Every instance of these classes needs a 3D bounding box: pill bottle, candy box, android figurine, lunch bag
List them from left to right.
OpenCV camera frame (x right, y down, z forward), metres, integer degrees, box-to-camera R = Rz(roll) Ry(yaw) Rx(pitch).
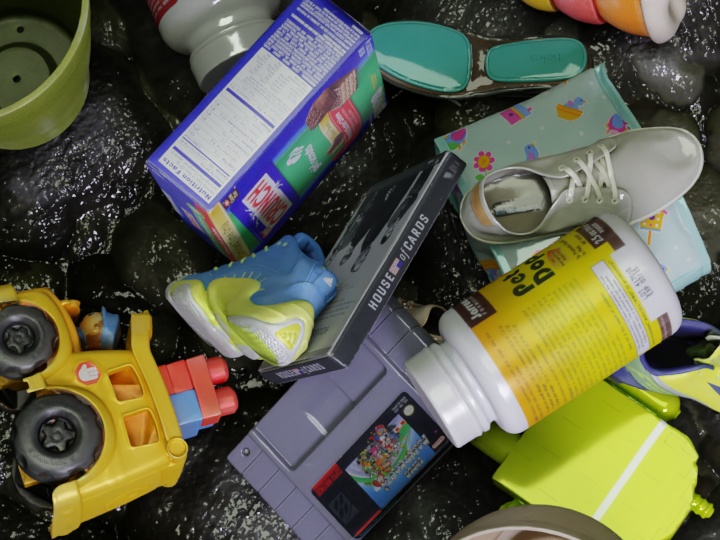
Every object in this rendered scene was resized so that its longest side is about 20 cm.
[{"bbox_3d":[-0.138,-0.261,1.558,0.112,0.112,0.200,-23,77,-3],"label":"pill bottle"},{"bbox_3d":[-0.072,-0.115,1.492,0.077,0.169,0.200,40,82,14],"label":"candy box"},{"bbox_3d":[0.136,0.050,1.367,0.200,0.109,0.109,-33,78,-4],"label":"pill bottle"},{"bbox_3d":[0.176,-0.043,1.490,0.170,0.122,0.200,-26,71,-4],"label":"lunch bag"},{"bbox_3d":[0.194,0.161,1.480,0.200,0.041,0.182,33,80,13],"label":"android figurine"}]

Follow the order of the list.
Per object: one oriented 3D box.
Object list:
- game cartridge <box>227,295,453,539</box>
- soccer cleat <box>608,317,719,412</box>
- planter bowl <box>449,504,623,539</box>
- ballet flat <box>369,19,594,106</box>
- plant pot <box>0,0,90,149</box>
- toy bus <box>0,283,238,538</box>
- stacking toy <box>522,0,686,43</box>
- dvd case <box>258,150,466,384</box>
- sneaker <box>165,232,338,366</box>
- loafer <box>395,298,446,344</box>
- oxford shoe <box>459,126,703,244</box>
[{"bbox_3d":[-0.003,0.131,1.461,0.130,0.038,0.200,47,109,15],"label":"game cartridge"},{"bbox_3d":[0.295,0.077,1.457,0.200,0.084,0.065,10,68,-15],"label":"soccer cleat"},{"bbox_3d":[0.143,0.264,1.393,0.200,0.135,0.200,5,108,14],"label":"planter bowl"},{"bbox_3d":[0.100,-0.172,1.548,0.200,0.068,0.068,7,75,5],"label":"ballet flat"},{"bbox_3d":[-0.308,-0.191,1.508,0.200,0.193,0.201,-1,77,3],"label":"plant pot"},{"bbox_3d":[-0.208,0.096,1.478,0.192,0.136,0.200,-18,74,-15],"label":"toy bus"},{"bbox_3d":[0.177,-0.265,1.554,0.200,0.146,0.146,-1,76,20],"label":"stacking toy"},{"bbox_3d":[0.000,0.000,1.458,0.025,0.150,0.200,36,69,-15],"label":"dvd case"},{"bbox_3d":[-0.080,0.018,1.471,0.105,0.200,0.076,-47,121,-16],"label":"sneaker"},{"bbox_3d":[0.070,0.056,1.477,0.200,0.072,0.063,27,120,23],"label":"loafer"},{"bbox_3d":[0.176,-0.067,1.407,0.200,0.058,0.075,-14,78,-4],"label":"oxford shoe"}]
